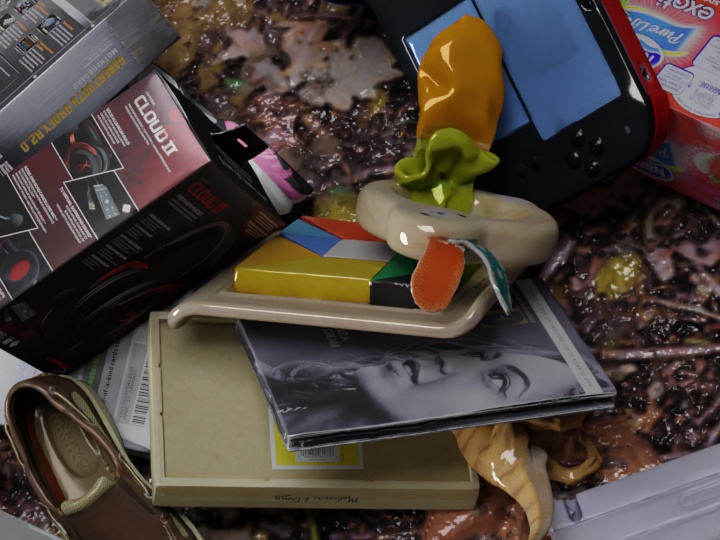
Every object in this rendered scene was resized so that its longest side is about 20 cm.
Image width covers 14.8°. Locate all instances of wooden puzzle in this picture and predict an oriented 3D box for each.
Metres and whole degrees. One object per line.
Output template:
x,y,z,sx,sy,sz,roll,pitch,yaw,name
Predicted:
0.000,0.000,1.719,0.199,0.037,0.185,0,15,17,wooden puzzle

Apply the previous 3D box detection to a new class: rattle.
0.067,-0.061,1.646,0.130,0.200,0.143,28,101,5,rattle

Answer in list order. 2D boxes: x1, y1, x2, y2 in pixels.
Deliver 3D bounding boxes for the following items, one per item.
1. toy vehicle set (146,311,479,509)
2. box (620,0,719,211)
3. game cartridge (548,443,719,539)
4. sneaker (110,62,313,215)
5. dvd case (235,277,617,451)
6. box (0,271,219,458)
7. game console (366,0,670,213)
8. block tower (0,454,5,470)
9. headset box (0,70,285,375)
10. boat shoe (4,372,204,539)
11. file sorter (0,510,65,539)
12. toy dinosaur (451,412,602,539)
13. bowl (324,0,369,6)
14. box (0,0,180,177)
-0.030,0.086,1.707,0.199,0.027,0.125,2,57,-8,toy vehicle set
0.204,-0.119,1.765,0.200,0.096,0.100,27,64,30,box
0.220,0.165,1.632,0.200,0.038,0.130,-19,60,2,game cartridge
-0.131,-0.078,1.846,0.200,0.080,0.086,35,83,35,sneaker
0.037,0.054,1.670,0.199,0.016,0.149,-6,28,-12,dvd case
-0.199,0.030,1.792,0.200,0.041,0.156,9,77,18,box
0.095,-0.137,1.743,0.177,0.031,0.200,-29,84,41,game console
-0.327,0.116,1.785,0.200,0.054,0.058,16,63,23,block tower
-0.147,-0.030,1.691,0.200,0.149,0.075,-34,69,5,headset box
-0.158,0.150,1.688,0.075,0.075,0.202,-41,70,6,boat shoe
-0.305,0.192,1.664,0.200,0.139,0.125,22,102,22,file sorter
0.095,0.115,1.654,0.106,0.061,0.200,-16,38,-18,toy dinosaur
0.049,-0.229,1.824,0.200,0.201,0.039,-18,76,3,bowl
-0.224,-0.146,1.864,0.158,0.048,0.200,-42,30,-6,box
